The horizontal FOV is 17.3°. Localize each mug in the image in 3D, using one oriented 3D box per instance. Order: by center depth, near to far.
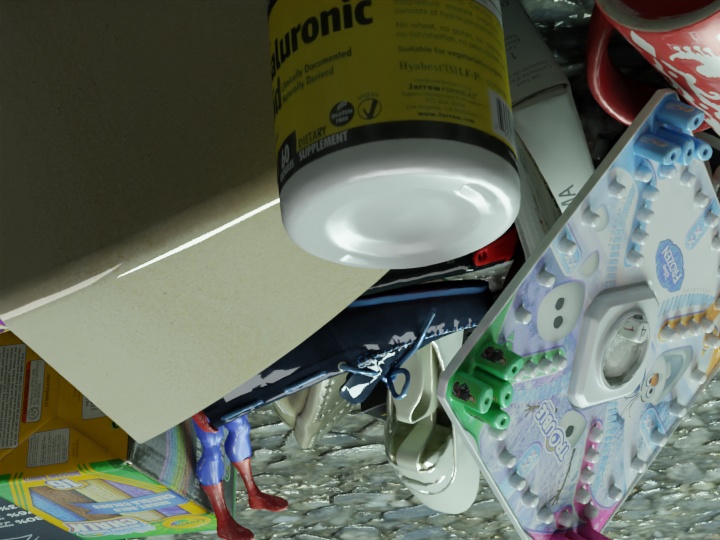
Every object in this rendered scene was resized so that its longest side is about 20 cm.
[{"bbox_3d":[0.194,-0.113,1.209,0.177,0.134,0.200,-35,142,20],"label":"mug"}]

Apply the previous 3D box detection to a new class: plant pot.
[{"bbox_3d":[-0.090,-0.055,1.243,0.177,0.200,0.200,-20,153,8],"label":"plant pot"}]

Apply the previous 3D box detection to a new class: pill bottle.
[{"bbox_3d":[0.012,-0.111,1.106,0.111,0.201,0.111,-3,155,-2],"label":"pill bottle"}]

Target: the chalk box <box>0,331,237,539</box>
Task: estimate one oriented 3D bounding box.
[{"bbox_3d":[-0.163,0.114,1.651,0.123,0.125,0.200,-8,155,22],"label":"chalk box"}]

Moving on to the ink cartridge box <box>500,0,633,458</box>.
[{"bbox_3d":[0.114,-0.025,1.275,0.043,0.174,0.200,-24,134,-2],"label":"ink cartridge box"}]

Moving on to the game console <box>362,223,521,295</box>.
[{"bbox_3d":[0.000,0.000,1.465,0.199,0.031,0.177,-13,180,17],"label":"game console"}]

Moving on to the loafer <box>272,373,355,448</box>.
[{"bbox_3d":[-0.036,0.066,1.623,0.076,0.068,0.200,-45,170,-22],"label":"loafer"}]

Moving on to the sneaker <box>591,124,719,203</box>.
[{"bbox_3d":[0.197,-0.031,1.331,0.129,0.199,0.080,0,127,-23],"label":"sneaker"}]

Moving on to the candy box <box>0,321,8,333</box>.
[{"bbox_3d":[-0.263,0.001,1.481,0.200,0.057,0.117,-16,154,28],"label":"candy box"}]

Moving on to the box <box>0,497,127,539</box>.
[{"bbox_3d":[-0.277,0.155,1.754,0.148,0.105,0.200,-11,155,13],"label":"box"}]

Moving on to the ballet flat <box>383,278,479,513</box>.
[{"bbox_3d":[0.041,0.098,1.624,0.069,0.070,0.200,-4,122,0],"label":"ballet flat"}]

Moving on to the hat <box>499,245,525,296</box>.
[{"bbox_3d":[0.129,0.017,1.462,0.081,0.201,0.201,23,155,4],"label":"hat"}]

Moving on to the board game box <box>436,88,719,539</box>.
[{"bbox_3d":[0.135,0.042,1.207,0.026,0.200,0.200,25,158,36],"label":"board game box"}]

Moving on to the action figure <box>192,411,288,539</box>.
[{"bbox_3d":[-0.098,0.083,1.584,0.052,0.200,0.065,3,-150,45],"label":"action figure"}]

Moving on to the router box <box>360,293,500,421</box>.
[{"bbox_3d":[0.122,0.071,1.698,0.200,0.052,0.157,-22,149,35],"label":"router box"}]

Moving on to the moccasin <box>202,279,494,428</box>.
[{"bbox_3d":[-0.009,0.053,1.498,0.199,0.068,0.080,-13,-179,11],"label":"moccasin"}]
